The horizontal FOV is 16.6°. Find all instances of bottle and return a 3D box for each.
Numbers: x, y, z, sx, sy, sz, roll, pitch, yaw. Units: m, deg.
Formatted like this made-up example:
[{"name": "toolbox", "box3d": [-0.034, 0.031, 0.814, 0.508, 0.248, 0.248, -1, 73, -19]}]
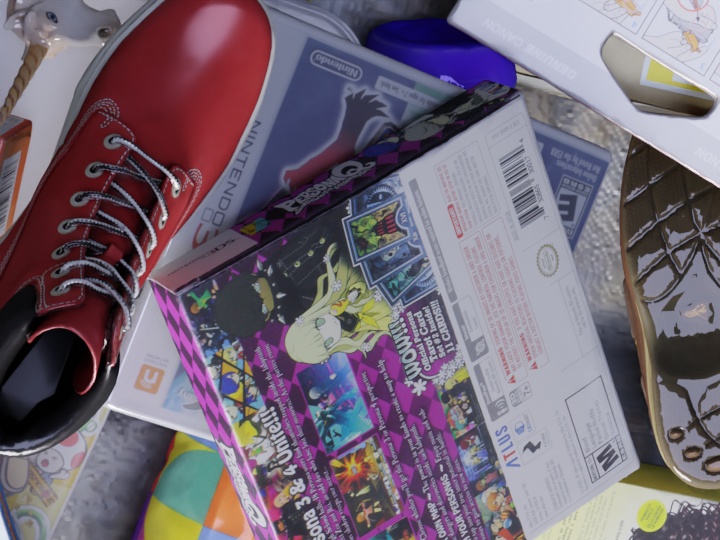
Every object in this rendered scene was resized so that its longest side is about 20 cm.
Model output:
[{"name": "bottle", "box3d": [0.036, -0.014, 1.168, 0.065, 0.083, 0.202, -6, 107, -20]}]

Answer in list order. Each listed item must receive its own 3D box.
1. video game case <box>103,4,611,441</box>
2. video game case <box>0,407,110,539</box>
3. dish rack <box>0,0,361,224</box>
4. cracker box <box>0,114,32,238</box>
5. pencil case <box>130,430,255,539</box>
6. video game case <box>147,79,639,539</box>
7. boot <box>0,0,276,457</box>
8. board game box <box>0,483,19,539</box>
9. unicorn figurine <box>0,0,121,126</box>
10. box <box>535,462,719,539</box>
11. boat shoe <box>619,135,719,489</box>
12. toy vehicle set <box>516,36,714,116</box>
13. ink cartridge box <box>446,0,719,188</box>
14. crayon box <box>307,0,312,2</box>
[{"name": "video game case", "box3d": [0.000, 0.000, 1.090, 0.199, 0.023, 0.183, 20, 95, -32]}, {"name": "video game case", "box3d": [-0.230, 0.082, 1.144, 0.199, 0.023, 0.183, 23, 98, -23]}, {"name": "dish rack", "box3d": [-0.108, -0.055, 1.094, 0.198, 0.044, 0.173, 18, 95, -2]}, {"name": "cracker box", "box3d": [-0.252, -0.021, 1.050, 0.198, 0.058, 0.135, 14, 102, 4]}, {"name": "pencil case", "box3d": [-0.063, 0.110, 1.176, 0.088, 0.088, 0.201, 18, 100, -22]}, {"name": "video game case", "box3d": [0.021, 0.046, 1.078, 0.181, 0.036, 0.201, -31, 118, -20]}, {"name": "boot", "box3d": [-0.089, -0.022, 0.955, 0.072, 0.144, 0.201, 33, 91, -16]}, {"name": "board game box", "box3d": [-0.242, 0.180, 1.128, 0.194, 0.056, 0.201, -16, 117, -7]}, {"name": "unicorn figurine", "box3d": [-0.085, -0.166, 1.036, 0.136, 0.074, 0.202, -2, 99, 2]}, {"name": "box", "box3d": [0.118, 0.132, 1.256, 0.198, 0.050, 0.076, 12, 102, -20]}, {"name": "boat shoe", "box3d": [0.160, 0.006, 1.225, 0.071, 0.068, 0.202, -4, 90, -6]}, {"name": "toy vehicle set", "box3d": [0.169, -0.130, 1.172, 0.198, 0.027, 0.125, 14, 102, -1]}, {"name": "ink cartridge box", "box3d": [0.164, -0.142, 1.125, 0.199, 0.045, 0.177, 30, 102, -9]}, {"name": "crayon box", "box3d": [-0.037, -0.251, 1.088, 0.173, 0.058, 0.200, -47, 113, -1]}]
